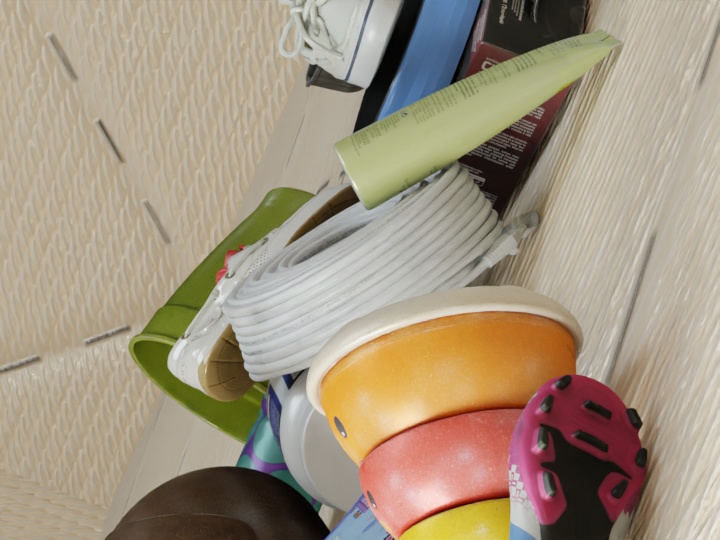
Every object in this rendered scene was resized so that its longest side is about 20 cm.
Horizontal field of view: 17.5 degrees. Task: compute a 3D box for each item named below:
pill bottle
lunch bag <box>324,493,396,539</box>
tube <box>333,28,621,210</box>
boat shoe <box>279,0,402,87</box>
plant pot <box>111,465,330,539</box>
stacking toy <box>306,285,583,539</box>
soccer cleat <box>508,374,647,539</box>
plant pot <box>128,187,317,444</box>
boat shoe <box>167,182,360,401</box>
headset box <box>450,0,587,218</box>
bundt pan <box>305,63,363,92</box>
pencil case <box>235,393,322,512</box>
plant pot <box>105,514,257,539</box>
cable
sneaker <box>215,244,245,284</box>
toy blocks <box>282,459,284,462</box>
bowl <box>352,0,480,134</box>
[{"bbox_3d":[-0.003,0.104,1.626,0.200,0.115,0.116,-133,64,-82],"label":"pill bottle"},{"bbox_3d":[0.056,0.137,1.328,0.201,0.094,0.151,-56,9,-2],"label":"lunch bag"},{"bbox_3d":[0.080,-0.107,1.553,0.058,0.199,0.052,62,-179,36],"label":"tube"},{"bbox_3d":[-0.022,-0.182,1.700,0.202,0.086,0.075,-150,81,-83],"label":"boat shoe"},{"bbox_3d":[-0.068,0.246,1.586,0.188,0.186,0.200,-69,23,0],"label":"plant pot"},{"bbox_3d":[0.057,0.121,1.170,0.146,0.145,0.201,123,142,-56],"label":"stacking toy"},{"bbox_3d":[0.087,0.133,1.091,0.087,0.069,0.201,-57,14,37],"label":"soccer cleat"},{"bbox_3d":[-0.072,0.038,2.092,0.194,0.200,0.200,-59,4,-18],"label":"plant pot"},{"bbox_3d":[-0.069,0.006,1.709,0.069,0.071,0.200,17,55,43],"label":"boat shoe"},{"bbox_3d":[0.098,-0.137,1.696,0.149,0.077,0.201,-78,10,-48],"label":"headset box"},{"bbox_3d":[0.005,-0.296,2.730,0.202,0.075,0.203,-158,90,-83],"label":"bundt pan"},{"bbox_3d":[-0.068,0.202,1.905,0.085,0.092,0.201,160,130,-76],"label":"pencil case"},{"bbox_3d":[-0.104,0.255,1.399,0.187,0.185,0.201,124,144,-59],"label":"plant pot"},{"bbox_3d":[0.000,0.000,1.587,0.200,0.070,0.200,-35,10,-28],"label":"cable"},{"bbox_3d":[-0.065,0.004,1.852,0.078,0.115,0.201,-49,-19,-37],"label":"sneaker"},{"bbox_3d":[0.011,0.049,1.814,0.137,0.099,0.201,-59,-7,-70],"label":"toy blocks"},{"bbox_3d":[0.040,-0.156,1.723,0.201,0.039,0.202,-159,90,-84],"label":"bowl"}]
